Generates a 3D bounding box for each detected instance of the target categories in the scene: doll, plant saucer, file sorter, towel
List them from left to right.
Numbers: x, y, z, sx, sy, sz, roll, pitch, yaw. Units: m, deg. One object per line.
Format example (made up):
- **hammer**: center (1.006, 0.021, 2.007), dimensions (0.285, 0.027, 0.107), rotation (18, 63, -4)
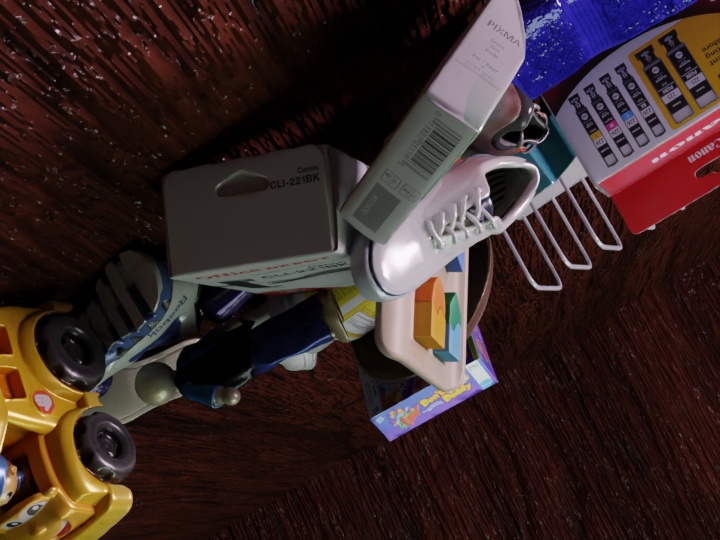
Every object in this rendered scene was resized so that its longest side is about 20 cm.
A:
- **doll**: center (-0.111, 0.074, 1.039), dimensions (0.198, 0.049, 0.137), rotation (-24, -153, 1)
- **plant saucer**: center (0.070, 0.029, 1.191), dimensions (0.037, 0.202, 0.200), rotation (32, 126, -32)
- **file sorter**: center (0.278, -0.079, 1.395), dimensions (0.199, 0.125, 0.138), rotation (-35, 165, 21)
- **towel**: center (0.198, -0.215, 0.935), dimensions (0.199, 0.050, 0.147), rotation (-32, 166, 14)

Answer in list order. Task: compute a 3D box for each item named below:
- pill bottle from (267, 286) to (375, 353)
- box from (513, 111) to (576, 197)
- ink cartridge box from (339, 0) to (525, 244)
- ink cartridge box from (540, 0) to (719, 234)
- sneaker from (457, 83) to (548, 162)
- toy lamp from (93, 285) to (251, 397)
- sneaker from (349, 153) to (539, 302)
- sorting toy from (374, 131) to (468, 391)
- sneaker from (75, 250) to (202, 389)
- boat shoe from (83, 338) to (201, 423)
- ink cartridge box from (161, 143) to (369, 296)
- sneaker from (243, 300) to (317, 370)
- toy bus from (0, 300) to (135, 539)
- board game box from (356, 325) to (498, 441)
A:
- **pill bottle**: center (0.000, 0.000, 1.170), dimensions (0.199, 0.113, 0.112), rotation (-36, 163, 29)
- **box**: center (0.166, -0.107, 1.121), dimensions (0.082, 0.049, 0.200), rotation (-37, -177, 28)
- **ink cartridge box**: center (0.073, -0.130, 0.805), dimensions (0.201, 0.050, 0.161), rotation (-54, -178, -33)
- **ink cartridge box**: center (0.281, -0.159, 1.027), dimensions (0.199, 0.177, 0.084), rotation (-33, 165, 16)
- **sneaker**: center (0.118, -0.118, 0.977), dimensions (0.200, 0.081, 0.078), rotation (4, 106, -80)
- **toy lamp**: center (-0.191, 0.054, 1.116), dimensions (0.199, 0.059, 0.058), rotation (-30, 166, 16)
- **sneaker**: center (0.068, -0.043, 0.877), dimensions (0.070, 0.074, 0.200), rotation (-11, -158, 45)
- **sorting toy**: center (0.063, -0.002, 0.975), dimensions (0.036, 0.187, 0.200), rotation (-2, 166, 20)
- **sneaker**: center (-0.206, 0.055, 1.036), dimensions (0.199, 0.081, 0.115), rotation (-39, 160, 29)
- **boat shoe**: center (-0.251, 0.120, 1.207), dimensions (0.198, 0.073, 0.067), rotation (-14, -175, -29)
- **ink cartridge box**: center (-0.052, -0.034, 0.930), dimensions (0.143, 0.085, 0.200), rotation (-9, 171, 19)
- **sneaker**: center (-0.097, 0.072, 1.357), dimensions (0.086, 0.075, 0.200), rotation (-14, 157, -6)
- **toy bus**: center (-0.293, 0.123, 0.896), dimensions (0.135, 0.201, 0.191), rotation (-34, 157, 20)
- **board game box**: center (0.060, 0.072, 1.251), dimensions (0.134, 0.201, 0.045), rotation (-30, 128, 13)
